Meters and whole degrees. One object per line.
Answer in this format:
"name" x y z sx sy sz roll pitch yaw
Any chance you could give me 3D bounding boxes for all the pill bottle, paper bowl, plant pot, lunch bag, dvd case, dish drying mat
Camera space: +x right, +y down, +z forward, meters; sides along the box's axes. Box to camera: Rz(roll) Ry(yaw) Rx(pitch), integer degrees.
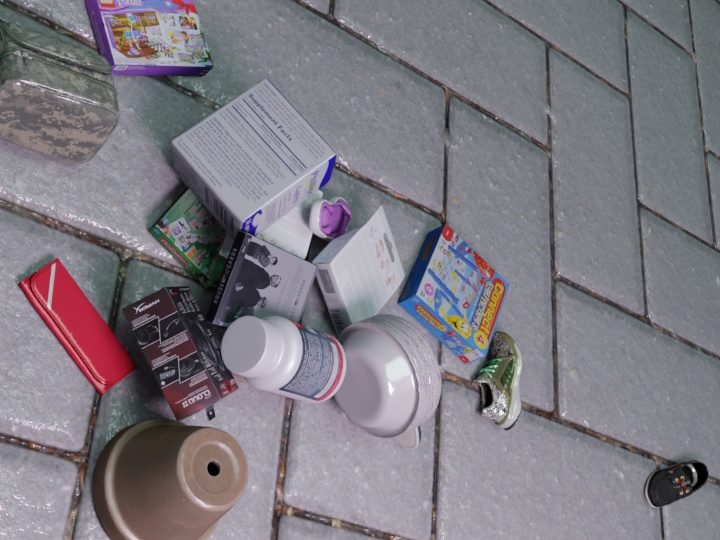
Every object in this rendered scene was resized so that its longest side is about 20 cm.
"pill bottle" -0.122 0.137 1.596 0.200 0.119 0.120 27 52 -54
"paper bowl" 0.028 0.180 1.688 0.104 0.200 0.201 -17 82 -44
"plant pot" -0.247 0.291 1.416 0.200 0.174 0.201 20 58 -34
"lunch bag" -0.473 -0.279 1.517 0.199 0.139 0.168 14 46 -37
"dvd case" -0.154 0.035 1.632 0.200 0.025 0.151 27 82 -54
"dish drying mat" -0.410 0.081 1.478 0.200 0.018 0.077 55 45 -7

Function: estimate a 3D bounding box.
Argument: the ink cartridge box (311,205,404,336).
"ink cartridge box" 0.000 0.000 1.816 0.200 0.047 0.161 -50 130 -45

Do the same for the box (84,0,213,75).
"box" -0.359 -0.404 1.733 0.199 0.039 0.138 -8 77 -43

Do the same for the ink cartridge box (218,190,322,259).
"ink cartridge box" -0.158 -0.079 1.727 0.162 0.050 0.201 29 65 -31

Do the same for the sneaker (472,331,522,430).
"sneaker" 0.263 0.207 1.977 0.088 0.077 0.201 16 58 -26

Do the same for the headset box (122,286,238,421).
"headset box" -0.258 0.127 1.497 0.149 0.077 0.201 -8 72 -87

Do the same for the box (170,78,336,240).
"box" -0.173 -0.175 1.641 0.200 0.105 0.184 -37 77 -19

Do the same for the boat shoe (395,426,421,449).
"boat shoe" 0.067 0.217 1.791 0.062 0.075 0.201 -29 97 -50

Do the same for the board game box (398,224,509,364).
"board game box" 0.188 0.045 1.992 0.196 0.056 0.200 41 49 -19

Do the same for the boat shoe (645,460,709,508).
"boat shoe" 0.701 0.469 2.243 0.201 0.063 0.074 -13 82 -42

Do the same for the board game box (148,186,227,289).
"board game box" -0.248 -0.083 1.689 0.135 0.029 0.200 48 47 -15

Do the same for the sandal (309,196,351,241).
"sandal" -0.042 -0.088 1.801 0.203 0.050 0.083 -17 114 -73
